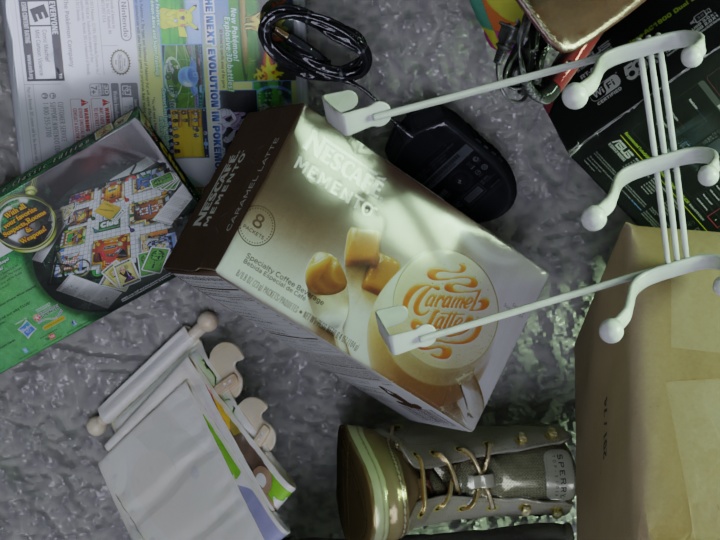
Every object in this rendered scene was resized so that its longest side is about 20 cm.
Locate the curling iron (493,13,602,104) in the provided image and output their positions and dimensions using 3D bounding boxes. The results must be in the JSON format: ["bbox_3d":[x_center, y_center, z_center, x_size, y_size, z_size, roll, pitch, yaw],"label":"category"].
[{"bbox_3d":[0.141,-0.168,0.915,0.200,0.026,0.050,-48,125,-17],"label":"curling iron"}]

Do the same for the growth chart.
[{"bbox_3d":[-0.106,0.140,1.084,0.145,0.200,0.018,-34,157,22],"label":"growth chart"}]

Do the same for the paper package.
[{"bbox_3d":[0.189,0.099,0.985,0.103,0.201,0.191,4,153,-3],"label":"paper package"}]

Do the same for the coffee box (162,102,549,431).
[{"bbox_3d":[0.000,0.000,1.006,0.200,0.080,0.115,34,76,-25],"label":"coffee box"}]

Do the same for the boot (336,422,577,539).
[{"bbox_3d":[0.063,0.132,1.058,0.154,0.200,0.072,1,91,-3],"label":"boot"}]

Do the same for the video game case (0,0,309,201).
[{"bbox_3d":[-0.122,-0.090,1.031,0.182,0.022,0.201,-1,117,0],"label":"video game case"}]

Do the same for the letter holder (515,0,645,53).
[{"bbox_3d":[0.148,-0.222,0.848,0.200,0.100,0.142,-44,104,-28],"label":"letter holder"}]

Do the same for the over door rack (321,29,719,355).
[{"bbox_3d":[0.092,-0.033,0.875,0.199,0.067,0.148,-11,116,4],"label":"over door rack"}]

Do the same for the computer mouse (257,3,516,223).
[{"bbox_3d":[0.019,-0.097,1.017,0.200,0.034,0.059,40,117,-23],"label":"computer mouse"}]

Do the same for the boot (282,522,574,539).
[{"bbox_3d":[0.041,0.213,1.131,0.199,0.073,0.182,-8,161,-5],"label":"boot"}]

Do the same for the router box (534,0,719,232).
[{"bbox_3d":[0.212,-0.086,0.968,0.150,0.062,0.200,-34,140,16],"label":"router box"}]

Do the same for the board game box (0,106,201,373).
[{"bbox_3d":[-0.193,-0.011,1.045,0.200,0.023,0.105,-28,116,13],"label":"board game box"}]

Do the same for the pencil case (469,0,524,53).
[{"bbox_3d":[0.080,-0.217,0.932,0.088,0.088,0.200,-22,116,10],"label":"pencil case"}]
